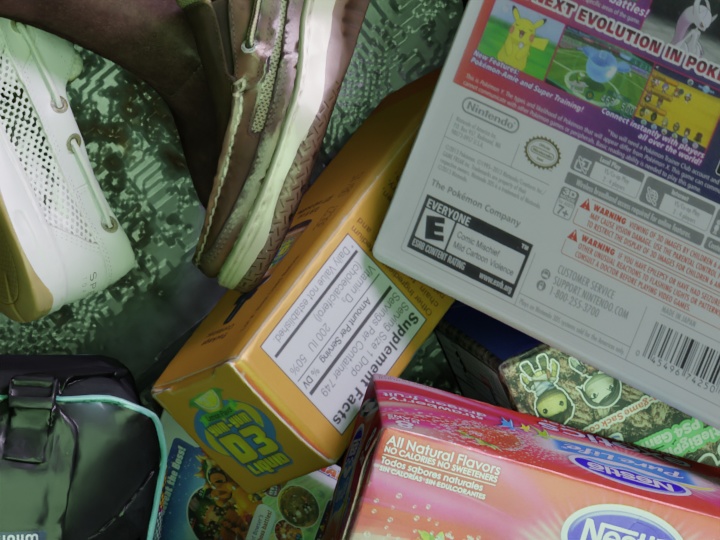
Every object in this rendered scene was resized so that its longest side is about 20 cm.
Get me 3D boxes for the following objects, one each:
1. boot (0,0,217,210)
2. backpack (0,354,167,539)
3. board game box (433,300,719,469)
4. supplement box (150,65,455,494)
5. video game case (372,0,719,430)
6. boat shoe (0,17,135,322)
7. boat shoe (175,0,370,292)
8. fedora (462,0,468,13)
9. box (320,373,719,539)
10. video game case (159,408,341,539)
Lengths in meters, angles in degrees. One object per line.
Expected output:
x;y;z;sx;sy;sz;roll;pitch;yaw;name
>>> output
-0.114;-0.109;1.215;0.166;0.072;0.200;-5;83;-35;boot
-0.173;0.134;1.218;0.175;0.153;0.200;0;95;-14;backpack
0.123;0.098;1.257;0.097;0.159;0.200;-25;100;-5;board game box
0.000;0.000;1.224;0.069;0.067;0.200;49;54;-13;supplement box
0.119;-0.049;1.127;0.200;0.023;0.183;27;103;26;video game case
-0.152;-0.081;1.245;0.069;0.071;0.200;-21;92;-29;boat shoe
-0.040;-0.095;1.184;0.075;0.075;0.203;19;85;-1;boat shoe
0.140;-0.126;1.181;0.200;0.092;0.201;0;91;27;fedora
0.087;0.117;1.122;0.200;0.100;0.096;16;99;-4;box
-0.013;0.152;1.243;0.200;0.018;0.143;28;122;14;video game case
